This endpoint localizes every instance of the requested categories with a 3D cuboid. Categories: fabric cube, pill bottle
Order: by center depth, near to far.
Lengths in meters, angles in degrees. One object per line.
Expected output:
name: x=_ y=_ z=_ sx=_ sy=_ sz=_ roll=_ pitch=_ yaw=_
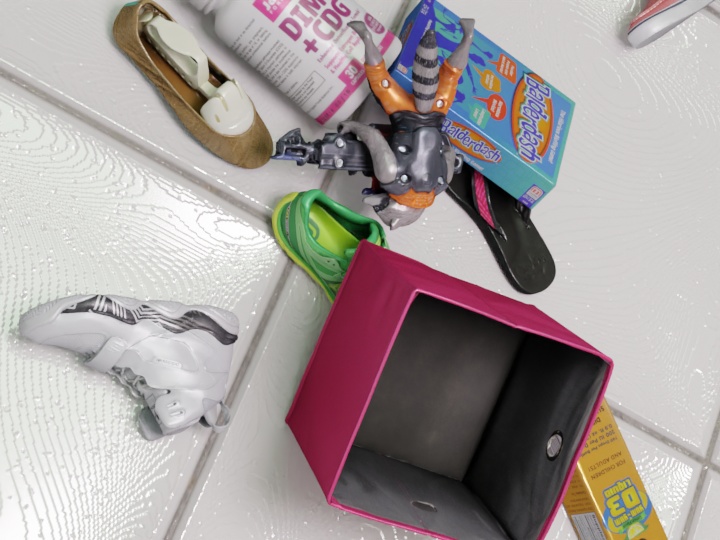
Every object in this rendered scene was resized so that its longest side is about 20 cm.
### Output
fabric cube: x=0.072 y=0.112 z=1.279 sx=0.199 sy=0.199 sz=0.197 roll=20 pitch=97 yaw=-17
pill bottle: x=-0.069 y=-0.240 z=1.393 sx=0.200 sy=0.113 sz=0.114 roll=39 pitch=65 yaw=-9

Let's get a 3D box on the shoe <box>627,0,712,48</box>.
shoe: x=0.349 y=-0.325 z=1.620 sx=0.200 sy=0.071 sz=0.091 roll=-34 pitch=90 yaw=-32

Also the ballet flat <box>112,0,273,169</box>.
ballet flat: x=-0.152 y=-0.180 z=1.365 sx=0.068 sy=0.072 sz=0.200 roll=-43 pitch=96 yaw=-25

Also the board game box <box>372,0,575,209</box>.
board game box: x=0.120 y=-0.173 z=1.463 sx=0.200 sy=0.045 sz=0.152 roll=34 pitch=41 yaw=-12

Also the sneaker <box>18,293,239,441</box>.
sneaker: x=-0.201 y=0.086 z=1.273 sx=0.199 sy=0.075 sz=0.115 roll=5 pitch=72 yaw=-25

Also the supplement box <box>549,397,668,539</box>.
supplement box: x=0.238 y=0.214 z=1.433 sx=0.066 sy=0.069 sz=0.201 roll=-23 pitch=88 yaw=-24

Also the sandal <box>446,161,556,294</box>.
sandal: x=0.144 y=-0.070 z=1.477 sx=0.075 sy=0.045 sz=0.200 roll=-33 pitch=91 yaw=-26

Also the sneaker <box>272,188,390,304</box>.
sneaker: x=0.000 y=0.000 z=1.377 sx=0.200 sy=0.084 sz=0.074 roll=41 pitch=65 yaw=-9

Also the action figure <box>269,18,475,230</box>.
action figure: x=0.024 y=-0.129 z=1.324 sx=0.199 sy=0.105 sz=0.194 roll=-8 pitch=108 yaw=-24
